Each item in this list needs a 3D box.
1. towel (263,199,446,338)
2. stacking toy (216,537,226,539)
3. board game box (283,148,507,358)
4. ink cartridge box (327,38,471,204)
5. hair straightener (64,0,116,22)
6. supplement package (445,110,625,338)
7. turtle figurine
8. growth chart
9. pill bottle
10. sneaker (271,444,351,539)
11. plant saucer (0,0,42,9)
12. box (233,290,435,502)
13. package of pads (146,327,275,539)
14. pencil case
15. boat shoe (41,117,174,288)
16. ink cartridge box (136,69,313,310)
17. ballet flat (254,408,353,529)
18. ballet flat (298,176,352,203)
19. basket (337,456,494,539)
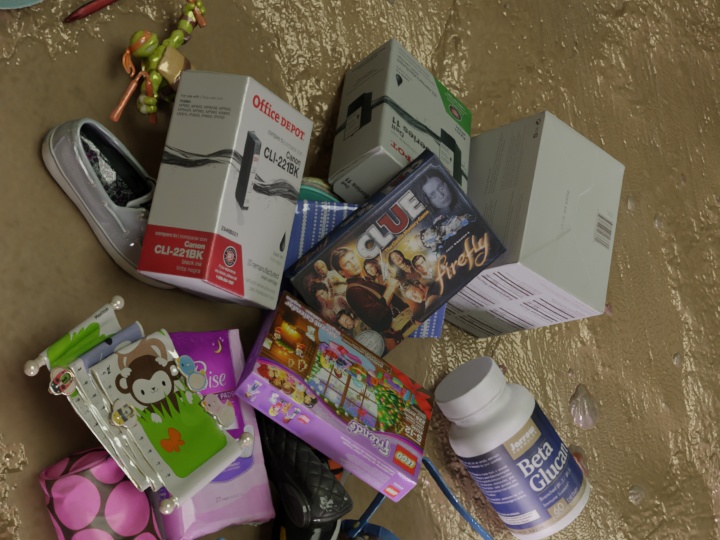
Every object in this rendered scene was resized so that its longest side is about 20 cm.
[{"bbox_3d":[0.000,0.000,1.444,0.197,0.024,0.147,3,105,-15],"label":"towel"},{"bbox_3d":[-0.048,0.311,1.281,0.110,0.198,0.117,-76,151,-54],"label":"stacking toy"},{"bbox_3d":[0.037,-0.010,1.420,0.200,0.035,0.136,-41,110,-1],"label":"board game box"},{"bbox_3d":[0.048,-0.138,1.522,0.146,0.083,0.201,39,37,-28],"label":"ink cartridge box"},{"bbox_3d":[-0.236,-0.324,1.389,0.199,0.041,0.078,-35,102,-34],"label":"hair straightener"},{"bbox_3d":[0.174,-0.046,1.570,0.146,0.199,0.193,29,63,-32],"label":"supplement package"},{"bbox_3d":[-0.188,-0.187,1.385,0.161,0.064,0.202,45,44,-34],"label":"turtle figurine"},{"bbox_3d":[-0.194,0.118,1.231,0.200,0.018,0.145,49,47,-8],"label":"growth chart"},{"bbox_3d":[0.170,0.202,1.566,0.201,0.111,0.111,55,52,-16],"label":"pill bottle"},{"bbox_3d":[-0.050,0.204,1.386,0.090,0.069,0.201,67,36,-44],"label":"sneaker"},{"bbox_3d":[-0.363,-0.339,1.289,0.199,0.039,0.204,12,71,-38],"label":"plant saucer"},{"bbox_3d":[-0.021,0.124,1.358,0.199,0.039,0.137,35,34,-12],"label":"box"},{"bbox_3d":[-0.159,0.159,1.320,0.120,0.075,0.203,-7,84,-44],"label":"package of pads"},{"bbox_3d":[-0.217,0.260,1.241,0.093,0.090,0.202,-22,97,-49],"label":"pencil case"},{"bbox_3d":[-0.224,-0.063,1.318,0.201,0.071,0.070,51,52,-21],"label":"boat shoe"},{"bbox_3d":[-0.128,-0.077,1.327,0.144,0.083,0.203,27,71,-63],"label":"ink cartridge box"},{"bbox_3d":[-0.071,0.175,1.351,0.056,0.067,0.201,-8,46,-27],"label":"ballet flat"},{"bbox_3d":[-0.012,-0.055,1.510,0.199,0.070,0.071,35,59,-29],"label":"ballet flat"},{"bbox_3d":[0.049,0.319,1.415,0.177,0.139,0.200,49,63,-19],"label":"basket"}]
